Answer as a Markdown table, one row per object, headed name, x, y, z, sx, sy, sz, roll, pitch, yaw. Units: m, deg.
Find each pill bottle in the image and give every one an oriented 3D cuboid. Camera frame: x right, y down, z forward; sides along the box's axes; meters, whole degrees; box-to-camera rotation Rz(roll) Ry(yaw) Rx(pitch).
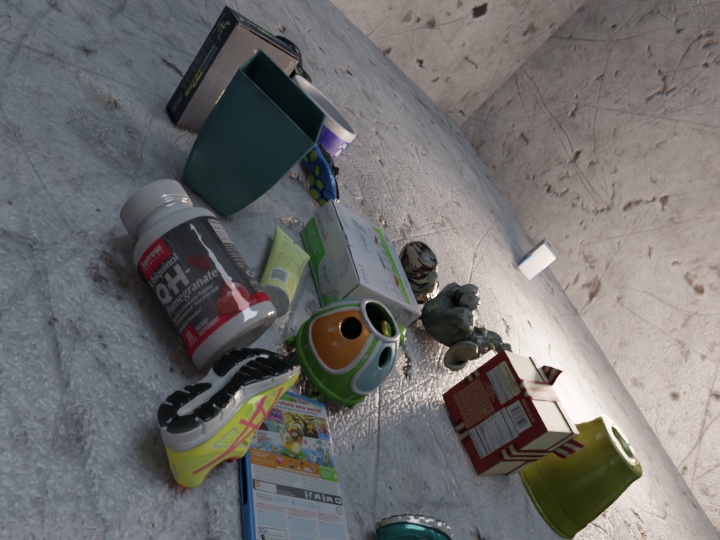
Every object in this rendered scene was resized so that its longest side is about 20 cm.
| name | x | y | z | sx | sy | sz | roll | pitch | yaw |
| --- | --- | --- | --- | --- | --- | --- | --- | --- | --- |
| pill bottle | -0.191 | 0.001 | 0.636 | 0.202 | 0.110 | 0.110 | 54 | 24 | 9 |

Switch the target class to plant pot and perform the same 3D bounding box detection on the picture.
| name | x | y | z | sx | sy | sz | roll | pitch | yaw |
| --- | --- | --- | --- | --- | --- | --- | --- | --- | --- |
| plant pot | -0.171 | -0.193 | 0.839 | 0.140 | 0.199 | 0.143 | 39 | 26 | -18 |
| plant pot | 0.451 | 0.398 | 1.117 | 0.199 | 0.192 | 0.203 | 38 | 26 | -23 |

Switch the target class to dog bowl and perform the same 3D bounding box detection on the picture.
| name | x | y | z | sx | sy | sz | roll | pitch | yaw |
| --- | --- | --- | --- | --- | --- | --- | --- | --- | --- |
| dog bowl | -0.105 | -0.368 | 1.326 | 0.199 | 0.079 | 0.201 | 41 | 17 | -16 |

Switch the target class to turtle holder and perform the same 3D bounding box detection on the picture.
| name | x | y | z | sx | sy | sz | roll | pitch | yaw |
| --- | --- | --- | --- | --- | --- | --- | --- | --- | --- |
| turtle holder | -0.002 | 0.115 | 0.787 | 0.183 | 0.131 | 0.143 | 32 | 28 | -34 |

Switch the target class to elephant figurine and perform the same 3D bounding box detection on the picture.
| name | x | y | z | sx | sy | sz | roll | pitch | yaw |
| --- | --- | --- | --- | --- | --- | --- | --- | --- | --- |
| elephant figurine | 0.216 | 0.141 | 1.162 | 0.142 | 0.152 | 0.204 | -47 | 127 | -33 |

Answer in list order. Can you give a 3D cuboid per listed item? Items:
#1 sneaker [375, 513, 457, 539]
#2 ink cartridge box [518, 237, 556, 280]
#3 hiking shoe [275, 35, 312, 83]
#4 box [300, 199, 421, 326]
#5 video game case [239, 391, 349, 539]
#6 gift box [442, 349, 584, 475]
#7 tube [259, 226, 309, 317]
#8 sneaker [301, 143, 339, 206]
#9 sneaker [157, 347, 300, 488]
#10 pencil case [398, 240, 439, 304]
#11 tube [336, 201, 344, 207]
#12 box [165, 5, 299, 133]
| name | x | y | z | sx | sy | sz | roll | pitch | yaw |
| --- | --- | --- | --- | --- | --- | --- | --- | --- | --- |
| sneaker | 0.095 | 0.371 | 0.673 | 0.200 | 0.077 | 0.080 | 44 | 33 | -15 |
| ink cartridge box | 0.770 | -0.052 | 2.390 | 0.086 | 0.146 | 0.199 | 48 | 23 | 4 |
| hiking shoe | -0.199 | -0.556 | 1.462 | 0.204 | 0.075 | 0.100 | 60 | 22 | 18 |
| box | 0.000 | 0.000 | 0.998 | 0.174 | 0.096 | 0.204 | 25 | 34 | -43 |
| video game case | -0.079 | 0.228 | 0.629 | 0.141 | 0.018 | 0.204 | 30 | 32 | -38 |
| gift box | 0.297 | 0.269 | 1.029 | 0.184 | 0.198 | 0.189 | 21 | 41 | -49 |
| tube | -0.116 | -0.001 | 0.842 | 0.202 | 0.050 | 0.060 | -86 | 171 | -62 |
| sneaker | -0.074 | -0.210 | 1.197 | 0.081 | 0.071 | 0.203 | 21 | 34 | -36 |
| sneaker | -0.132 | 0.148 | 0.577 | 0.076 | 0.094 | 0.198 | 12 | 19 | 27 |
| pencil case | 0.124 | 0.013 | 1.136 | 0.091 | 0.076 | 0.200 | 62 | 0 | 19 |
| tube | 0.002 | -0.076 | 1.174 | 0.198 | 0.051 | 0.060 | 36 | 69 | -41 |
| box | -0.216 | -0.320 | 0.940 | 0.051 | 0.201 | 0.156 | 51 | 22 | 24 |
